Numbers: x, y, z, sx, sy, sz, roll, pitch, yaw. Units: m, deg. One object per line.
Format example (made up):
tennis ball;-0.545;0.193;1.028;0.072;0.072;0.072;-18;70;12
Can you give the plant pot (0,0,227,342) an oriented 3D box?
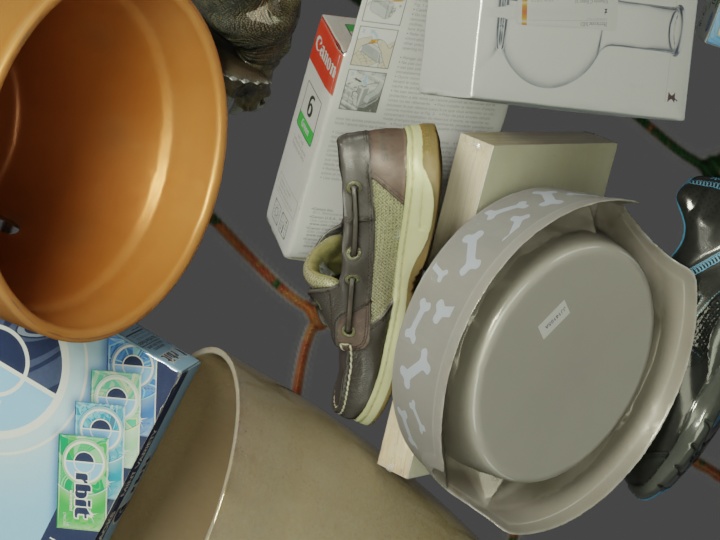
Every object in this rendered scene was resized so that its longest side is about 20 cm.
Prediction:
plant pot;-0.186;-0.073;1.275;0.139;0.200;0.201;13;109;34

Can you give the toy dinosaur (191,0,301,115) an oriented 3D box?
toy dinosaur;-0.067;-0.179;1.318;0.102;0.077;0.201;-22;110;-11

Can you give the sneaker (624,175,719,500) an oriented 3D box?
sneaker;0.195;0.040;1.405;0.082;0.073;0.201;26;102;13

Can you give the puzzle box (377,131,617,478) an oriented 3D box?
puzzle box;0.079;0.018;1.359;0.025;0.133;0.201;24;107;33

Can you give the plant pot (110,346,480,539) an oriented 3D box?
plant pot;-0.031;0.167;1.375;0.199;0.187;0.188;23;104;-22

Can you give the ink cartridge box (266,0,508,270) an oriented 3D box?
ink cartridge box;0.025;-0.098;1.321;0.108;0.050;0.201;4;120;-21

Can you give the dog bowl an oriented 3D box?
dog bowl;0.100;0.045;1.316;0.199;0.059;0.201;-21;123;-36

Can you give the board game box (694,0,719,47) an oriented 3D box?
board game box;0.310;-0.166;1.361;0.199;0.034;0.135;18;104;-8

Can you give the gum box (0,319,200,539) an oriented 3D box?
gum box;-0.218;0.078;1.370;0.199;0.045;0.171;30;103;8

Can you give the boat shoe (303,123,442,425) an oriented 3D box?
boat shoe;0.000;0.000;1.311;0.064;0.073;0.201;7;125;-6

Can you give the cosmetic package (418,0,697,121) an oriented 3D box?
cosmetic package;0.114;-0.185;1.250;0.150;0.052;0.201;2;96;-37
